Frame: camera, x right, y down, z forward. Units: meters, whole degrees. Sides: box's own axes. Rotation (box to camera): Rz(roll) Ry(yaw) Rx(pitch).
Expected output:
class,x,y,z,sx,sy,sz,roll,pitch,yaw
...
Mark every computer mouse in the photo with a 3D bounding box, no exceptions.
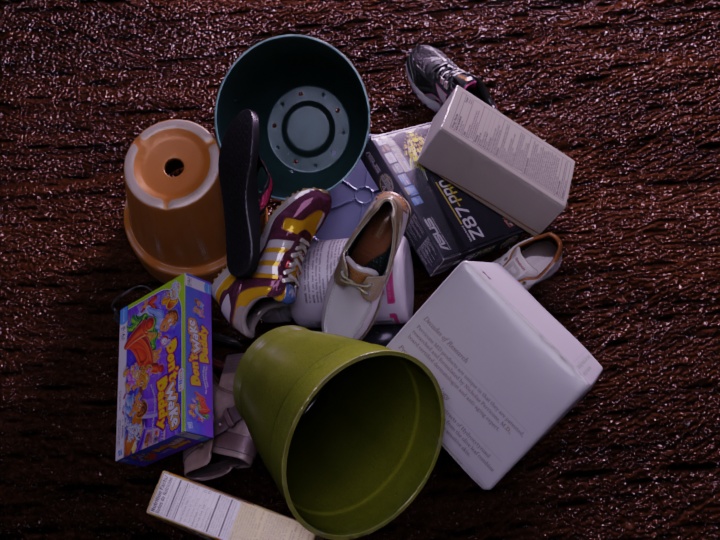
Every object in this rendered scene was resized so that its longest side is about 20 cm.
class,x,y,z,sx,sy,sz,roll,pitch,yaw
computer mouse,-0.028,0.095,1.214,0.196,0.034,0.060,-12,70,-2

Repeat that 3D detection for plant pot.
class,x,y,z,sx,sy,sz,roll,pitch,yaw
plant pot,-0.232,-0.100,1.215,0.196,0.184,0.204,-1,69,2
plant pot,-0.042,0.150,0.989,0.200,0.201,0.192,-44,35,-14
plant pot,-0.080,-0.193,1.206,0.196,0.161,0.205,0,93,4

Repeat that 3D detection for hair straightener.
class,x,y,z,sx,sy,sz,roll,pitch,yaw
hair straightener,-0.249,0.071,1.234,0.197,0.041,0.078,19,71,14

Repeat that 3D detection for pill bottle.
class,x,y,z,sx,sy,sz,roll,pitch,yaw
pill bottle,-0.033,0.016,1.194,0.196,0.114,0.116,-3,68,11

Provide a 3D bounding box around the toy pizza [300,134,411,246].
class,x,y,z,sx,sy,sz,roll,pitch,yaw
toy pizza,0.005,-0.100,1.287,0.196,0.032,0.204,-1,68,2

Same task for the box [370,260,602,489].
class,x,y,z,sx,sy,sz,roll,pitch,yaw
box,0.156,0.114,1.084,0.200,0.199,0.172,45,103,14

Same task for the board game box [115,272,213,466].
class,x,y,z,sx,sy,sz,roll,pitch,yaw
board game box,-0.242,0.123,1.122,0.133,0.044,0.203,-26,57,33

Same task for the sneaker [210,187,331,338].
class,x,y,z,sx,sy,sz,roll,pitch,yaw
sneaker,-0.093,-0.008,1.118,0.200,0.075,0.090,-48,60,12

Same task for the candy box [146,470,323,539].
class,x,y,z,sx,sy,sz,roll,pitch,yaw
candy box,-0.146,0.306,1.094,0.197,0.116,0.056,17,70,8

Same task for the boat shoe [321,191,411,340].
class,x,y,z,sx,sy,sz,roll,pitch,yaw
boat shoe,0.000,0.000,1.094,0.074,0.068,0.203,20,95,9

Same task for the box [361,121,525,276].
class,x,y,z,sx,sy,sz,roll,pitch,yaw
box,0.111,-0.106,1.241,0.159,0.049,0.202,-18,70,-33

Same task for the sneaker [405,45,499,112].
class,x,y,z,sx,sy,sz,roll,pitch,yaw
sneaker,0.144,-0.261,1.313,0.080,0.087,0.200,-38,72,-14

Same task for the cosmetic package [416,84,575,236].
class,x,y,z,sx,sy,sz,roll,pitch,yaw
cosmetic package,0.185,-0.147,1.228,0.198,0.073,0.104,31,48,-7

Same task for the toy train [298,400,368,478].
class,x,y,z,sx,sy,sz,roll,pitch,yaw
toy train,-0.055,0.217,1.110,0.113,0.087,0.201,-33,43,-4

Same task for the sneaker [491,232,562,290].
class,x,y,z,sx,sy,sz,roll,pitch,yaw
sneaker,0.185,0.013,1.210,0.199,0.085,0.073,-38,73,-8

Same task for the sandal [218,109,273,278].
class,x,y,z,sx,sy,sz,roll,pitch,yaw
sandal,-0.135,-0.092,1.107,0.045,0.074,0.204,2,84,-40

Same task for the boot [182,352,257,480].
class,x,y,z,sx,sy,sz,roll,pitch,yaw
boot,-0.197,0.185,1.125,0.197,0.070,0.148,-18,52,30
